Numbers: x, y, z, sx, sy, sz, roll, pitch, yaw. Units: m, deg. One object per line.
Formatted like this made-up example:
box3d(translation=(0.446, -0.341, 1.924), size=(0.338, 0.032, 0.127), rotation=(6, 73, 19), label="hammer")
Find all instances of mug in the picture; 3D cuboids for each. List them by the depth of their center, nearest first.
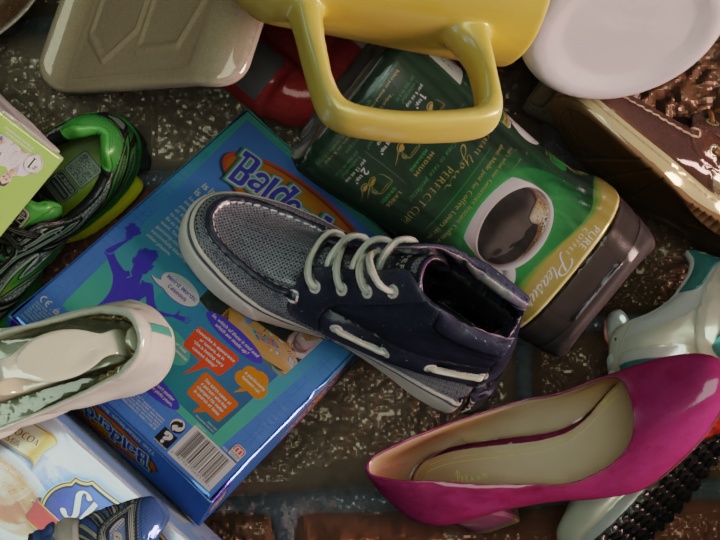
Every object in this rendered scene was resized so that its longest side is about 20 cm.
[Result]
box3d(translation=(0.010, -0.170, 0.812), size=(0.153, 0.187, 0.150), rotation=(0, 125, -16), label="mug")

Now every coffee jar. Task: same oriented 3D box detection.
box3d(translation=(0.066, -0.043, 0.932), size=(0.200, 0.085, 0.104), rotation=(38, 98, -12), label="coffee jar")

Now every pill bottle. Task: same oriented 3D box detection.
box3d(translation=(0.122, -0.203, 0.903), size=(0.115, 0.116, 0.200), rotation=(-12, 54, 0), label="pill bottle")

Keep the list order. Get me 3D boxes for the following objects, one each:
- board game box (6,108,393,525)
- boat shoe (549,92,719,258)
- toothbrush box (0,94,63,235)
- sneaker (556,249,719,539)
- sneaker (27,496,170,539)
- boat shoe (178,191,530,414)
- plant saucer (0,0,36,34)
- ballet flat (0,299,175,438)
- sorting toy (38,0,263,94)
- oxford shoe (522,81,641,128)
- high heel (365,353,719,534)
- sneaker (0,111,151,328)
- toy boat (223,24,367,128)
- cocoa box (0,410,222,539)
box3d(translation=(-0.078, 0.022, 0.934), size=(0.152, 0.045, 0.200), rotation=(42, 60, 7), label="board game box")
box3d(translation=(0.199, -0.062, 0.947), size=(0.200, 0.072, 0.072), rotation=(33, 78, -14), label="boat shoe")
box3d(translation=(-0.280, -0.031, 0.922), size=(0.086, 0.146, 0.200), rotation=(37, 91, -37), label="toothbrush box")
box3d(translation=(0.168, 0.076, 0.956), size=(0.093, 0.070, 0.200), rotation=(40, 93, 31), label="sneaker")
box3d(translation=(-0.086, 0.202, 0.804), size=(0.085, 0.077, 0.200), rotation=(-27, 86, -9), label="sneaker")
box3d(translation=(0.000, 0.000, 0.889), size=(0.200, 0.093, 0.075), rotation=(27, 59, -4), label="boat shoe")
box3d(translation=(-0.276, -0.220, 1.016), size=(0.200, 0.037, 0.201), rotation=(0, 82, 2), label="plant saucer")
box3d(translation=(-0.193, 0.058, 0.830), size=(0.199, 0.069, 0.070), rotation=(-18, 82, -4), label="ballet flat")
box3d(translation=(-0.102, -0.189, 0.955), size=(0.036, 0.200, 0.186), rotation=(23, 80, -39), label="sorting toy")
box3d(translation=(0.148, -0.179, 0.980), size=(0.075, 0.070, 0.201), rotation=(14, 83, 6), label="oxford shoe")
box3d(translation=(0.101, 0.091, 0.891), size=(0.200, 0.096, 0.068), rotation=(-35, 48, 27), label="high heel")
box3d(translation=(-0.213, -0.024, 0.964), size=(0.078, 0.085, 0.200), rotation=(42, 86, 6), label="sneaker")
box3d(translation=(-0.016, -0.188, 0.955), size=(0.130, 0.131, 0.200), rotation=(39, 86, 6), label="toy boat")
box3d(translation=(-0.163, 0.164, 0.912), size=(0.200, 0.133, 0.131), rotation=(41, 85, 6), label="cocoa box")
